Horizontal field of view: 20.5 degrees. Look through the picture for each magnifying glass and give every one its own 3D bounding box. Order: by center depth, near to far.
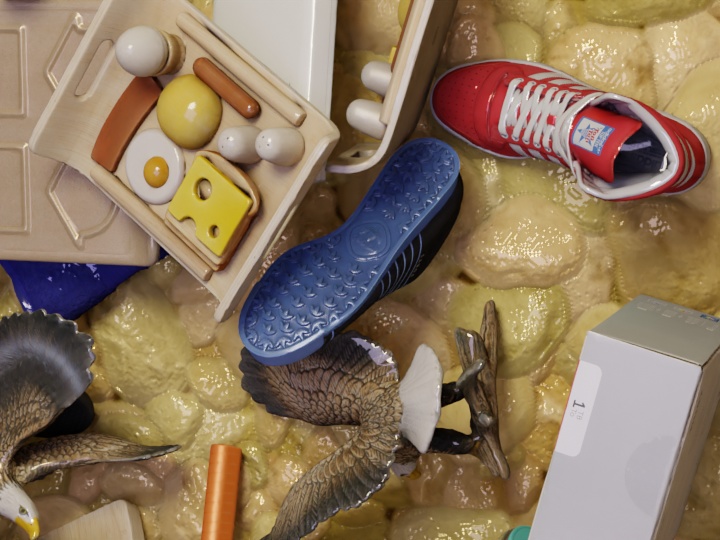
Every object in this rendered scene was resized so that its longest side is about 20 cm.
[{"bbox_3d":[-0.108,0.227,1.442,0.022,0.079,0.202,-10,69,47],"label":"magnifying glass"}]

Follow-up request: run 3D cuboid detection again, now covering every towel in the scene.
[{"bbox_3d":[-0.194,-0.063,1.468,0.199,0.050,0.148,-33,89,19],"label":"towel"}]

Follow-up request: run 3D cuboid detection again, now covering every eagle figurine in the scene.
[{"bbox_3d":[0.001,0.112,1.379,0.198,0.152,0.152,-8,114,12],"label":"eagle figurine"},{"bbox_3d":[-0.249,0.133,1.436,0.200,0.152,0.151,-41,81,-5],"label":"eagle figurine"}]

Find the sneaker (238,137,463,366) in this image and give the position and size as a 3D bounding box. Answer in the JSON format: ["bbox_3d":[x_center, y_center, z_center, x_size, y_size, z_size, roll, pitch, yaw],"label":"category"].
[{"bbox_3d":[0.000,0.000,1.355,0.070,0.078,0.200,39,73,24],"label":"sneaker"}]

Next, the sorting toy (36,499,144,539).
[{"bbox_3d":[-0.246,0.288,1.458,0.198,0.070,0.201,-26,58,18],"label":"sorting toy"}]

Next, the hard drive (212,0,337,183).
[{"bbox_3d":[-0.062,-0.155,1.368,0.131,0.026,0.202,-7,78,54],"label":"hard drive"}]

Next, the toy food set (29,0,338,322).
[{"bbox_3d":[-0.120,-0.082,1.304,0.200,0.060,0.144,41,110,25],"label":"toy food set"}]

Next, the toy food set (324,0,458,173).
[{"bbox_3d":[0.023,-0.166,1.336,0.060,0.144,0.202,19,101,6],"label":"toy food set"}]

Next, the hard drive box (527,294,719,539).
[{"bbox_3d":[0.179,0.109,1.289,0.076,0.200,0.157,17,100,14],"label":"hard drive box"}]

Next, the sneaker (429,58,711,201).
[{"bbox_3d":[0.131,-0.096,1.329,0.198,0.112,0.072,16,99,15],"label":"sneaker"}]

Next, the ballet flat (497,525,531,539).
[{"bbox_3d":[0.176,0.247,1.381,0.199,0.071,0.071,28,103,12],"label":"ballet flat"}]

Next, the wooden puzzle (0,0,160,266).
[{"bbox_3d":[-0.226,-0.101,1.426,0.198,0.046,0.187,3,99,22],"label":"wooden puzzle"}]

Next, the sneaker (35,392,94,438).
[{"bbox_3d":[-0.288,0.047,1.494,0.200,0.108,0.067,22,128,-20],"label":"sneaker"}]
